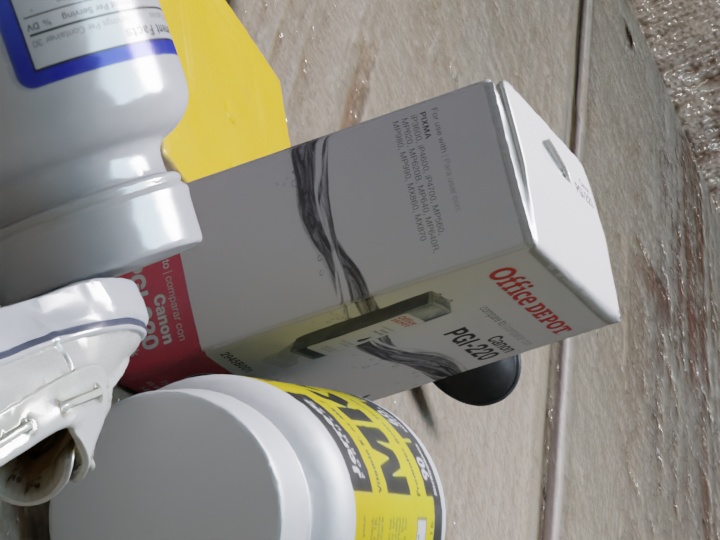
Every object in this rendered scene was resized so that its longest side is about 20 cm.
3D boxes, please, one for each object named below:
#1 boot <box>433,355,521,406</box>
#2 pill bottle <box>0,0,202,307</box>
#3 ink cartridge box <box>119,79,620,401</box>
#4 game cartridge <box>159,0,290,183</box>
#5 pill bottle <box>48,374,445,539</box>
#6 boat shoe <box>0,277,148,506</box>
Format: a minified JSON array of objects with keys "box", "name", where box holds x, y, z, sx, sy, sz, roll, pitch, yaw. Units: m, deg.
[{"box":[0.027,0.017,1.565,0.165,0.066,0.200,61,11,0],"name":"boot"},{"box":[-0.132,-0.091,1.041,0.112,0.112,0.200,-19,89,-76],"name":"pill bottle"},{"box":[0.000,0.000,1.221,0.146,0.200,0.085,36,37,-65],"name":"ink cartridge box"},{"box":[-0.079,-0.075,1.382,0.176,0.032,0.200,55,19,-45],"name":"game cartridge"},{"box":[-0.044,0.100,1.102,0.200,0.114,0.114,16,55,-73],"name":"pill bottle"},{"box":[-0.124,0.049,0.967,0.070,0.071,0.200,70,17,0],"name":"boat shoe"}]
